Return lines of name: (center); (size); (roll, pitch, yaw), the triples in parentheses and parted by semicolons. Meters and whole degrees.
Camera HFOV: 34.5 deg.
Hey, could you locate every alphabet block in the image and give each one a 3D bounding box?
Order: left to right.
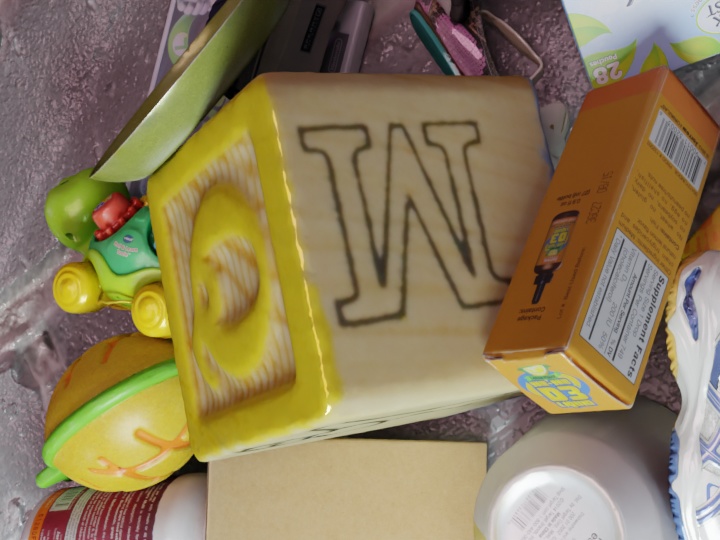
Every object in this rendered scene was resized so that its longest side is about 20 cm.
alphabet block: (0.000, 0.000, 0.737); (0.195, 0.198, 0.200); (-28, 71, 54)

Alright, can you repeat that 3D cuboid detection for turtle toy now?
turtle toy: (-0.160, -0.017, 0.880); (0.197, 0.145, 0.103); (14, 97, 26)

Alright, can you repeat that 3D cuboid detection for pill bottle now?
pill bottle: (-0.152, 0.213, 0.883); (0.197, 0.109, 0.111); (-10, 82, 25)

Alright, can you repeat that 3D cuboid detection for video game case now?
video game case: (-0.094, -0.129, 0.926); (0.180, 0.023, 0.203); (17, 94, 26)

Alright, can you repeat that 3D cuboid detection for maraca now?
maraca: (-0.177, 0.113, 0.864); (0.108, 0.136, 0.200); (62, 145, 14)

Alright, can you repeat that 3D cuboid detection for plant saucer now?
plant saucer: (-0.107, -0.131, 0.774); (0.031, 0.201, 0.200); (39, 107, -16)

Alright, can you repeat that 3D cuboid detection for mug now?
mug: (0.143, 0.173, 0.718); (0.147, 0.153, 0.190); (-8, 83, 24)

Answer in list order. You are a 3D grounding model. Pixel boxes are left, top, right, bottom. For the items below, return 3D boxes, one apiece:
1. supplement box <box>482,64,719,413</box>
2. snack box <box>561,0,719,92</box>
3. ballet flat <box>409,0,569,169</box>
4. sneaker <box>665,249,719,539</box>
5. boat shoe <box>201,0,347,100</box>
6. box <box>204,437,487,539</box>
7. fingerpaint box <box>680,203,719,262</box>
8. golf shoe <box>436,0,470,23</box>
supplement box: (0.143, -0.019, 0.674); (0.066, 0.069, 0.202); (-11, 45, 53)
snack box: (0.208, -0.222, 0.703); (0.197, 0.068, 0.170); (-18, 114, 16)
ballet flat: (0.102, -0.118, 0.812); (0.070, 0.069, 0.202); (-25, 75, 2)
sneaker: (0.225, 0.090, 0.658); (0.087, 0.075, 0.204); (-2, 97, 35)
boat shoe: (-0.059, -0.215, 0.864); (0.092, 0.074, 0.202); (27, 97, 31)
box: (-0.010, 0.198, 0.803); (0.197, 0.021, 0.166); (3, 87, -9)
fingerpaint box: (0.315, 0.001, 0.689); (0.200, 0.073, 0.167); (45, 106, 22)
golf shoe: (0.126, -0.244, 0.778); (0.198, 0.073, 0.093); (-27, 89, 18)
